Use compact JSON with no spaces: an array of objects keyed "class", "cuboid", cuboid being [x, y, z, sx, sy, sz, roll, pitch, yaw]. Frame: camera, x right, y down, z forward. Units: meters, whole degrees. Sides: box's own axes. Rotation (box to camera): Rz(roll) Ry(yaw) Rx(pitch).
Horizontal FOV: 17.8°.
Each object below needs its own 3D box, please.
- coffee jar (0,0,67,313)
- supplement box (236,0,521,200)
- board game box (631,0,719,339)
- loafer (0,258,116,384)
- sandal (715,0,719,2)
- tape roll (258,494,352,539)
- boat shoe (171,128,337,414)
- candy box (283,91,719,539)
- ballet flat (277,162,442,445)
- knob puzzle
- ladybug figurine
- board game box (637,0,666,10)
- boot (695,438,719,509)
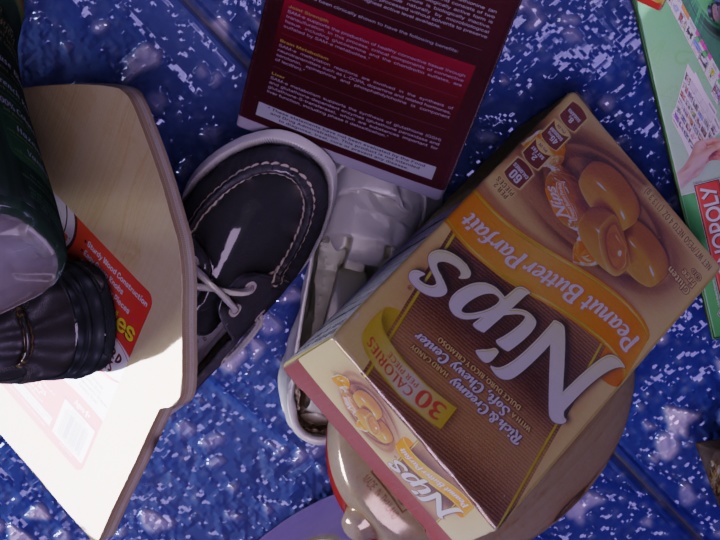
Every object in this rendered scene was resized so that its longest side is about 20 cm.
[{"class":"coffee jar","cuboid":[-0.199,-0.074,1.052,0.104,0.201,0.085,-21,146,10]},{"class":"supplement box","cuboid":[0.015,-0.123,1.023,0.108,0.061,0.200,20,148,-1]},{"class":"board game box","cuboid":[0.215,-0.074,1.132,0.133,0.029,0.201,-13,113,7]},{"class":"loafer","cuboid":[-0.208,0.022,1.115,0.199,0.072,0.073,-5,93,42]},{"class":"sandal","cuboid":[0.208,-0.105,1.071,0.087,0.080,0.201,2,124,34]},{"class":"tape roll","cuboid":[-0.027,0.214,1.172,0.200,0.200,0.085,-40,109,17]},{"class":"boat shoe","cuboid":[-0.080,0.010,1.127,0.074,0.061,0.200,35,129,-15]},{"class":"candy box","cuboid":[0.070,0.021,1.082,0.116,0.200,0.055,49,146,-5]},{"class":"ballet flat","cuboid":[0.000,0.000,1.149,0.069,0.070,0.201,12,114,-4]},{"class":"knob puzzle","cuboid":[-0.136,-0.002,1.115,0.219,0.030,0.222,8,102,42]},{"class":"ladybug figurine","cuboid":[0.052,0.068,1.132,0.136,0.200,0.072,53,146,-1]},{"class":"board game box","cuboid":[0.063,-0.216,0.926,0.199,0.046,0.152,25,70,2]},{"class":"boot","cuboid":[0.270,0.089,1.143,0.198,0.065,0.187,-1,156,2]}]
